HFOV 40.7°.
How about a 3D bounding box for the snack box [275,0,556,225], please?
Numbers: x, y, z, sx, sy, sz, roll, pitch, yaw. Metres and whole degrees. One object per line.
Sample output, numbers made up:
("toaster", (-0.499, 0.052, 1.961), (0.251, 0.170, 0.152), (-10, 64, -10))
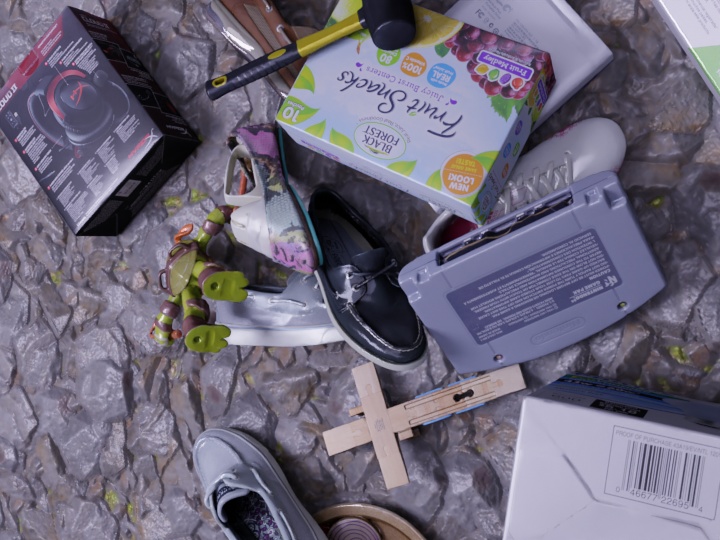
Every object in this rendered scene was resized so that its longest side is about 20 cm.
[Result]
("snack box", (0.045, -0.144, 0.822), (0.198, 0.053, 0.144), (25, 84, 24))

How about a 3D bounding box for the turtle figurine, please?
("turtle figurine", (-0.153, -0.003, 0.925), (0.202, 0.064, 0.161), (-56, 30, 7))

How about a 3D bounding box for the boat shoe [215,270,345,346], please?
("boat shoe", (-0.055, 0.032, 0.923), (0.197, 0.070, 0.073), (-3, 94, 25))

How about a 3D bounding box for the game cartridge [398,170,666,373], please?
("game cartridge", (0.147, 0.011, 0.817), (0.197, 0.041, 0.134), (-25, 120, 19))

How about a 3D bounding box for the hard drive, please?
("hard drive", (0.104, -0.166, 0.858), (0.199, 0.025, 0.133), (-41, 74, 9))

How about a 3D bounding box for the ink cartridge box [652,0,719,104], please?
("ink cartridge box", (0.343, -0.221, 0.744), (0.199, 0.084, 0.147), (-34, 79, 20))

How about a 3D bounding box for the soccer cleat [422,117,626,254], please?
("soccer cleat", (0.139, -0.059, 0.831), (0.199, 0.086, 0.071), (-37, 77, 19))

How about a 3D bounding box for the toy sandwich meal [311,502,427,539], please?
("toy sandwich meal", (0.001, 0.320, 0.907), (0.201, 0.070, 0.210), (1, 92, 22))

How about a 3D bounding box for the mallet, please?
("mallet", (-0.043, -0.182, 0.820), (0.198, 0.041, 0.067), (-28, 62, 15))

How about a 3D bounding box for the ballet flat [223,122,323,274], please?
("ballet flat", (-0.088, -0.064, 0.889), (0.070, 0.070, 0.202), (-10, 46, -10))

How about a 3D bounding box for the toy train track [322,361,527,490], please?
("toy train track", (0.060, 0.130, 0.902), (0.197, 0.032, 0.117), (-21, 76, 16))

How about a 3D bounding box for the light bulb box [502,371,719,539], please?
("light bulb box", (0.228, 0.164, 0.740), (0.195, 0.199, 0.127), (10, 94, 21))

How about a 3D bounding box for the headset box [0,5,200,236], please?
("headset box", (-0.284, -0.159, 1.009), (0.149, 0.075, 0.201), (-44, 76, 17))

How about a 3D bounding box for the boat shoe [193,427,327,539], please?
("boat shoe", (-0.106, 0.217, 0.920), (0.200, 0.071, 0.070), (41, 97, 34))

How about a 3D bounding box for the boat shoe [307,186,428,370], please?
("boat shoe", (0.002, -0.001, 0.861), (0.067, 0.073, 0.201), (97, 154, -45))

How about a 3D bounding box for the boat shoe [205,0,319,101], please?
("boat shoe", (-0.060, -0.199, 0.916), (0.072, 0.076, 0.200), (-44, 87, 3))
